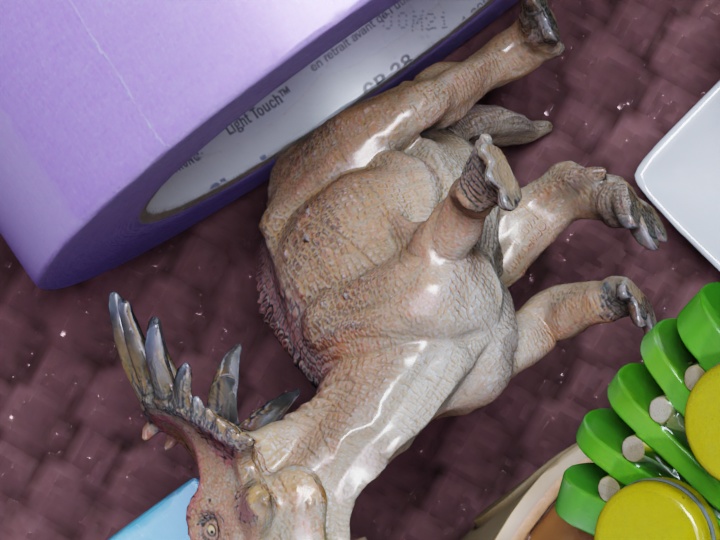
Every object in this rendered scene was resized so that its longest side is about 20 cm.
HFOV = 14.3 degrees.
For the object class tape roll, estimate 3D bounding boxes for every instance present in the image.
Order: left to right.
[{"bbox_3d":[-0.017,-0.077,0.736,0.200,0.200,0.066,-34,87,4],"label":"tape roll"}]

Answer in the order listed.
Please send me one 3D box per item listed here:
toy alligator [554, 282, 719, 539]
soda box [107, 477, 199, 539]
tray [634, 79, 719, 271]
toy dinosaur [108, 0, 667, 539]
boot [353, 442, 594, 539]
[{"bbox_3d":[0.099,0.019,0.688,0.054,0.059,0.200,43,117,19],"label":"toy alligator"},{"bbox_3d":[-0.010,0.156,0.802,0.068,0.064,0.200,-36,86,4],"label":"soda box"},{"bbox_3d":[0.183,0.005,0.807,0.200,0.022,0.107,44,94,4],"label":"tray"},{"bbox_3d":[0.000,0.000,0.744,0.135,0.200,0.086,-24,116,21],"label":"toy dinosaur"},{"bbox_3d":[0.065,0.129,0.759,0.199,0.074,0.155,-22,78,-22],"label":"boot"}]
